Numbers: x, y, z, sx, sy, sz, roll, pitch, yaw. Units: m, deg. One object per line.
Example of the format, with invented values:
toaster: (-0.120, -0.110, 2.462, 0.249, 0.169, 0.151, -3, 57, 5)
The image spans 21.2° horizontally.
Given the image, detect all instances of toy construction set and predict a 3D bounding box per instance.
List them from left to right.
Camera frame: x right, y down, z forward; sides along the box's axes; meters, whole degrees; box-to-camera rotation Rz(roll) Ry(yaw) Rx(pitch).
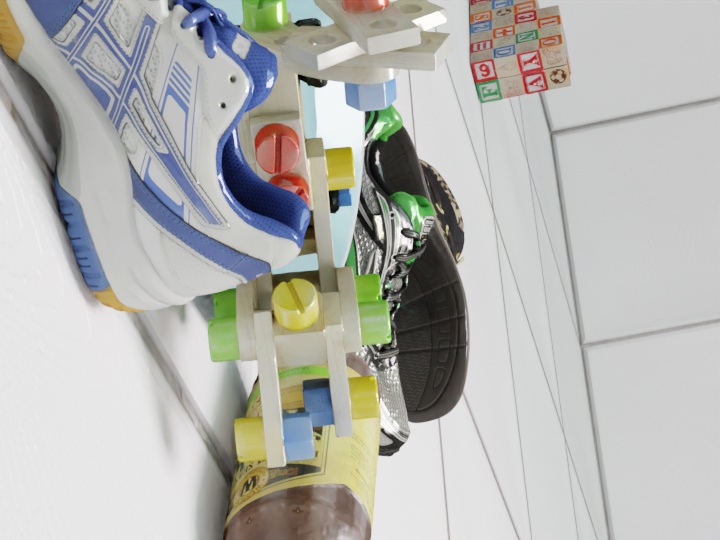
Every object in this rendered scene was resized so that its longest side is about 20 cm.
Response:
toy construction set: (-0.024, -0.033, 0.772, 0.131, 0.092, 0.200, -95, -166, -62)

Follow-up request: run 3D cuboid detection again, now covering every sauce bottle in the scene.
sauce bottle: (-0.025, 0.105, 0.823, 0.200, 0.065, 0.065, -86, 162, -61)

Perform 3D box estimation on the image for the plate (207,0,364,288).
plate: (-0.046, -0.066, 0.898, 0.200, 0.026, 0.201, 3, 90, -68)

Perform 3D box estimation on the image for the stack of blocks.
stack of blocks: (0.199, -0.290, 2.420, 0.200, 0.115, 0.059, -86, 163, -58)

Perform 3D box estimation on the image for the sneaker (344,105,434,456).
sneaker: (0.000, 0.000, 1.028, 0.078, 0.085, 0.200, 4, 76, -80)

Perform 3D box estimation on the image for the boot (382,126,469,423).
boot: (0.036, 0.001, 1.291, 0.151, 0.073, 0.200, 19, 55, -79)

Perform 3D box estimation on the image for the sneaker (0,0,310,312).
sneaker: (-0.075, -0.084, 0.680, 0.075, 0.088, 0.200, -80, 156, -60)
